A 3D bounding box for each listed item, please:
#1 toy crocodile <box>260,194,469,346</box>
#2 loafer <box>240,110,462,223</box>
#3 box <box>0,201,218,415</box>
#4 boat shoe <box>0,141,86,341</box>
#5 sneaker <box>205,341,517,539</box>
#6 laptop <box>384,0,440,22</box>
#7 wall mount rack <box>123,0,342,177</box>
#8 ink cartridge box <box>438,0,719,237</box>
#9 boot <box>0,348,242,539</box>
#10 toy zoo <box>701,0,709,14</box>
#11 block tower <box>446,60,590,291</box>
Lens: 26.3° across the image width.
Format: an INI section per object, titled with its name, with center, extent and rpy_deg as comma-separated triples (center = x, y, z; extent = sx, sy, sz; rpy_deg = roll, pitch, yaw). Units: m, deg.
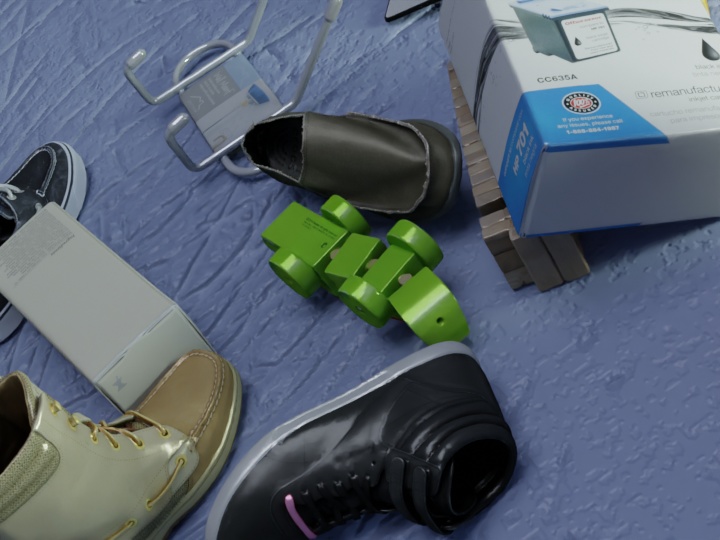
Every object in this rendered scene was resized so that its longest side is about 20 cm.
[toy crocodile]
center = 0.000, 0.000, 1.038
extent = 0.068, 0.062, 0.200
rpy_deg = -49, 39, -15
[loafer]
center = -0.011, -0.074, 1.083
extent = 0.200, 0.070, 0.075
rpy_deg = 10, 98, 47
[box]
center = -0.193, 0.029, 1.120
extent = 0.082, 0.068, 0.200
rpy_deg = -44, 43, -9
[boat shoe]
center = -0.283, -0.038, 1.240
extent = 0.072, 0.068, 0.200
rpy_deg = -4, 50, 30
[sneaker]
center = 0.003, 0.126, 0.902
extent = 0.200, 0.071, 0.099
rpy_deg = -33, 37, -5
[laptop]
center = 0.084, -0.328, 1.212
extent = 0.200, 0.116, 0.188
rpy_deg = -18, 43, 35
[wall mount rack]
center = -0.094, -0.169, 1.235
extent = 0.174, 0.075, 0.200
rpy_deg = -35, 42, -1
[ink cartridge box]
center = 0.147, -0.125, 0.978
extent = 0.146, 0.086, 0.200
rpy_deg = -7, 51, -12
[boot]
center = -0.165, 0.102, 0.969
extent = 0.073, 0.156, 0.200
rpy_deg = 13, 60, 40
[toy zoo]
center = 0.183, -0.215, 1.140
extent = 0.131, 0.020, 0.200
rpy_deg = -18, 44, 18
[block tower]
center = 0.102, -0.076, 1.039
extent = 0.054, 0.058, 0.200
rpy_deg = -22, 42, 13
